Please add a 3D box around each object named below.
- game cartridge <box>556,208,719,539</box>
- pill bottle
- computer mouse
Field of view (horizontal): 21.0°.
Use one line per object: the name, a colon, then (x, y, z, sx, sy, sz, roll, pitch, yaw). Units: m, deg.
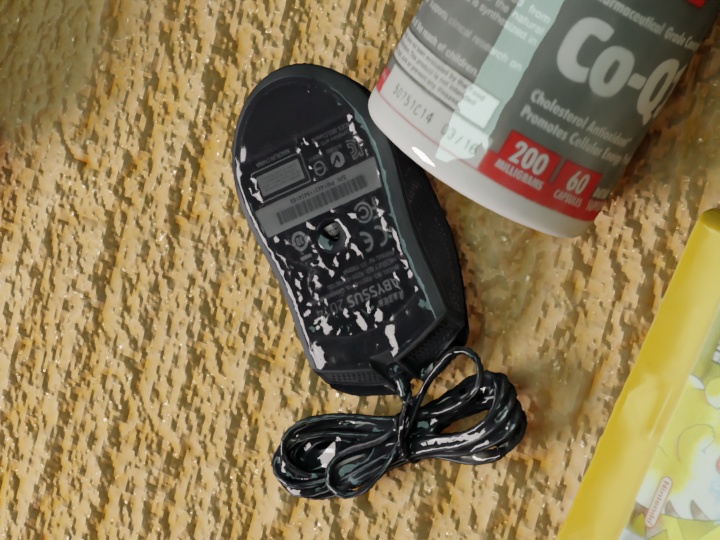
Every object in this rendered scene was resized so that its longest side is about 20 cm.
game cartridge: (0.195, 0.095, 0.803, 0.199, 0.032, 0.178, 28, 102, 29)
pill bottle: (0.097, -0.126, 0.822, 0.114, 0.114, 0.201, 37, 107, 26)
computer mouse: (0.000, 0.000, 0.916, 0.137, 0.053, 0.202, -17, 90, 30)
